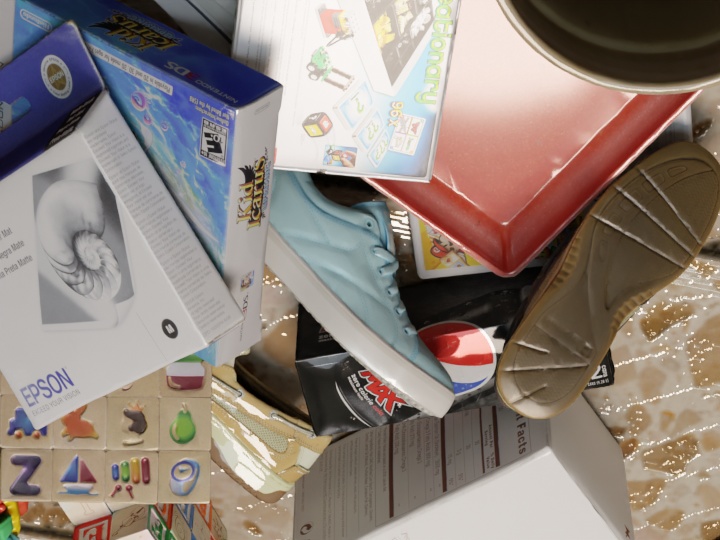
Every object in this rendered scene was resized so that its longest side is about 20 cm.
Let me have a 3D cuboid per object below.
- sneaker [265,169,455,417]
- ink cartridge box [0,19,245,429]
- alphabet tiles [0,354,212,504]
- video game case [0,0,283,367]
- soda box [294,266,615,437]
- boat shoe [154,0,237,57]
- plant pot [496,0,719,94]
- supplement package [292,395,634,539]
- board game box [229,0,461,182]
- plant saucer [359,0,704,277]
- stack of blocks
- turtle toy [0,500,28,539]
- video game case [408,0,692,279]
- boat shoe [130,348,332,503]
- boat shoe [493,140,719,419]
[{"bbox_3d":[0.000,0.000,1.476,0.082,0.074,0.200,-44,90,0],"label":"sneaker"},{"bbox_3d":[-0.182,-0.021,1.414,0.199,0.041,0.200,-27,94,48],"label":"ink cartridge box"},{"bbox_3d":[-0.193,0.062,1.507,0.199,0.008,0.168,1,90,0],"label":"alphabet tiles"},{"bbox_3d":[-0.141,-0.064,1.414,0.200,0.045,0.182,28,132,28],"label":"video game case"},{"bbox_3d":[0.060,0.048,1.548,0.199,0.071,0.064,-11,121,7],"label":"soda box"},{"bbox_3d":[-0.096,-0.184,1.382,0.066,0.072,0.200,-34,119,15],"label":"boat shoe"},{"bbox_3d":[0.156,-0.224,1.287,0.199,0.174,0.201,-1,124,-2],"label":"plant pot"},{"bbox_3d":[0.068,0.160,1.600,0.199,0.118,0.117,-27,121,18],"label":"supplement package"},{"bbox_3d":[-0.008,-0.147,1.358,0.126,0.035,0.201,5,123,-6],"label":"board game box"},{"bbox_3d":[0.078,-0.119,1.420,0.199,0.037,0.200,35,116,-20],"label":"plant saucer"},{"bbox_3d":[-0.156,0.153,1.595,0.058,0.115,0.200,-19,123,13],"label":"stack of blocks"},{"bbox_3d":[-0.275,0.139,1.581,0.101,0.146,0.201,-16,122,-14],"label":"turtle toy"},{"bbox_3d":[0.114,-0.088,1.481,0.181,0.023,0.201,-6,126,4],"label":"video game case"},{"bbox_3d":[-0.101,0.061,1.559,0.076,0.072,0.200,-43,111,11],"label":"boat shoe"},{"bbox_3d":[0.144,0.002,1.464,0.073,0.065,0.200,43,79,-11],"label":"boat shoe"}]
